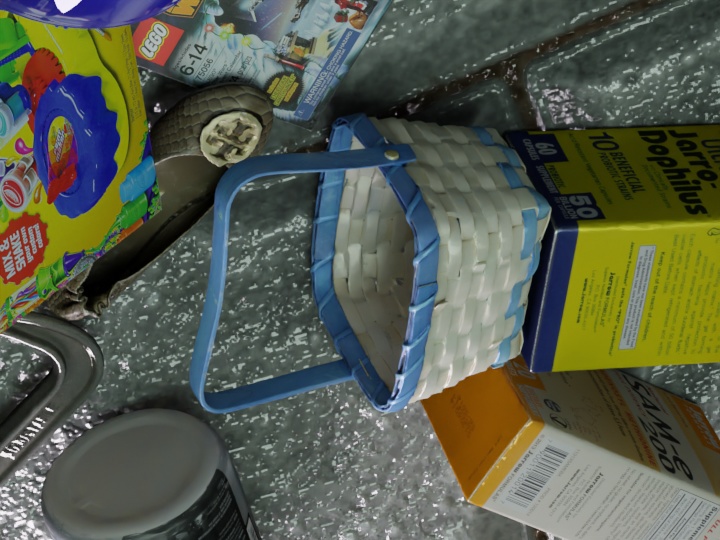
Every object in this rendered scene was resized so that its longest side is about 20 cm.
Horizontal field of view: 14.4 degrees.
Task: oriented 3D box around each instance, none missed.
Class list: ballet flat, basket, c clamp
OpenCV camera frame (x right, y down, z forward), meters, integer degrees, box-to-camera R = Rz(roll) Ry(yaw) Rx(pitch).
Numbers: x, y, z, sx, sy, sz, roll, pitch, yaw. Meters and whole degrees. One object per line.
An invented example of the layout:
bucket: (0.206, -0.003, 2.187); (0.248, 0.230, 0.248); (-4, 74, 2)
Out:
ballet flat: (-0.119, -0.035, 1.662); (0.067, 0.046, 0.200); (29, 124, -32)
basket: (0.000, 0.000, 1.680); (0.200, 0.139, 0.177); (-11, 134, -28)
c clamp: (-0.260, 0.082, 1.728); (0.200, 0.027, 0.171); (-40, 129, 22)

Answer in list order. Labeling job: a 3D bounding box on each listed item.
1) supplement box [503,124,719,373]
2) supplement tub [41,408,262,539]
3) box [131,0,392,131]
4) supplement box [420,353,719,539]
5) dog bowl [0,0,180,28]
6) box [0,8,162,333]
supplement box: (0.189, -0.016, 1.756); (0.200, 0.109, 0.110); (-3, 125, -16)
supplement tub: (-0.117, 0.196, 1.804); (0.122, 0.123, 0.200); (-20, 128, -3)
box: (-0.039, -0.186, 1.606); (0.137, 0.040, 0.200); (19, 117, -27)
supplement box: (0.147, 0.115, 1.827); (0.200, 0.126, 0.074); (23, 114, -30)
dog bowl: (-0.141, -0.226, 1.440); (0.200, 0.200, 0.079); (10, 154, -24)
box: (-0.224, -0.082, 1.516); (0.193, 0.122, 0.200); (-40, 138, -35)
